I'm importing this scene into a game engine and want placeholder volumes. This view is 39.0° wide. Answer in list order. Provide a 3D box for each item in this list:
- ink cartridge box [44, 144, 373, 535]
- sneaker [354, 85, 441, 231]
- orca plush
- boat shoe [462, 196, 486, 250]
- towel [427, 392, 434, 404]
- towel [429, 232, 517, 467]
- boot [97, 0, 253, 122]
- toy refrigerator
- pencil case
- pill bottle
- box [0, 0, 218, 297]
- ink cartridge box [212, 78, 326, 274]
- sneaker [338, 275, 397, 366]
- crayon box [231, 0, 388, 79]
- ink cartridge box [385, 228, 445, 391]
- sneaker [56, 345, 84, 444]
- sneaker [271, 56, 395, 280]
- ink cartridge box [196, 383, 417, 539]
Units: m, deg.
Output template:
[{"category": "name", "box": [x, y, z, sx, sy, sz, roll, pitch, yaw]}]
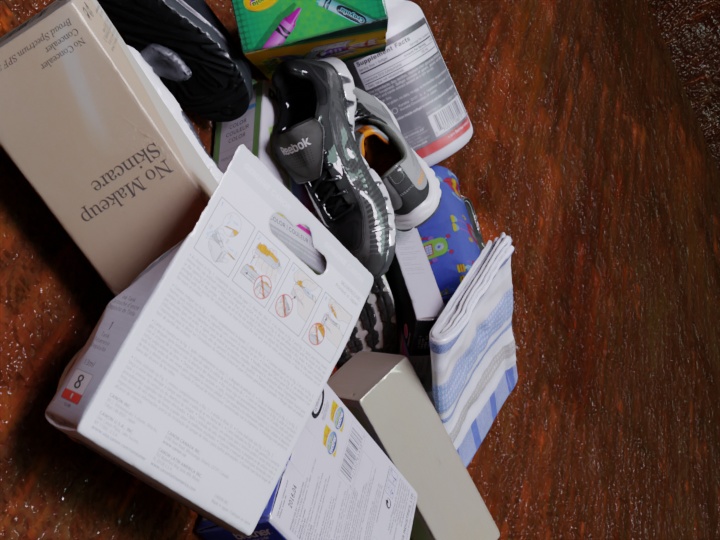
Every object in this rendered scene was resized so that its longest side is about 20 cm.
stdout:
[{"category": "ink cartridge box", "box": [-0.089, 0.046, 0.660, 0.162, 0.050, 0.202, 44, 63, -40]}, {"category": "sneaker", "box": [0.005, -0.126, 0.948, 0.201, 0.074, 0.079, 52, 1, 39]}, {"category": "orca plush", "box": [-0.152, -0.110, 0.748, 0.198, 0.106, 0.071, 26, 9, -24]}, {"category": "boat shoe", "box": [0.138, 0.002, 1.199, 0.068, 0.056, 0.204, 22, 57, -53]}, {"category": "towel", "box": [0.077, 0.118, 1.054, 0.148, 0.023, 0.202, 54, 34, -28]}, {"category": "towel", "box": [0.107, 0.084, 0.932, 0.147, 0.023, 0.203, -51, 146, -38]}, {"category": "boot", "box": [-0.142, -0.245, 0.830, 0.200, 0.076, 0.170, 44, 44, -31]}, {"category": "toy refrigerator", "box": [0.041, 0.176, 0.908, 0.070, 0.075, 0.202, -39, 112, -29]}, {"category": "pencil case", "box": [0.080, -0.019, 1.047, 0.079, 0.085, 0.202, 62, 11, -47]}, {"category": "pill bottle", "box": [0.031, -0.210, 1.069, 0.203, 0.114, 0.116, 64, 31, -14]}, {"category": "box", "box": [-0.163, -0.072, 0.670, 0.201, 0.094, 0.078, 56, 5, -24]}, {"category": "ink cartridge box", "box": [-0.075, -0.092, 0.883, 0.103, 0.058, 0.204, 35, 47, -47]}, {"category": "sneaker", "box": [0.000, 0.000, 0.959, 0.088, 0.076, 0.204, -3, 80, -70]}, {"category": "crayon box", "box": [-0.039, -0.214, 0.868, 0.200, 0.116, 0.059, -79, 156, -85]}, {"category": "ink cartridge box", "box": [0.040, 0.010, 0.969, 0.202, 0.036, 0.096, -103, -165, -47]}, {"category": "sneaker", "box": [-0.126, 0.062, 0.698, 0.199, 0.076, 0.074, -27, 99, -55]}, {"category": "sneaker", "box": [-0.031, -0.086, 0.834, 0.090, 0.066, 0.204, 2, 69, -56]}, {"category": "ink cartridge box", "box": [-0.042, 0.175, 0.782, 0.201, 0.075, 0.138, 55, 35, -32]}]
